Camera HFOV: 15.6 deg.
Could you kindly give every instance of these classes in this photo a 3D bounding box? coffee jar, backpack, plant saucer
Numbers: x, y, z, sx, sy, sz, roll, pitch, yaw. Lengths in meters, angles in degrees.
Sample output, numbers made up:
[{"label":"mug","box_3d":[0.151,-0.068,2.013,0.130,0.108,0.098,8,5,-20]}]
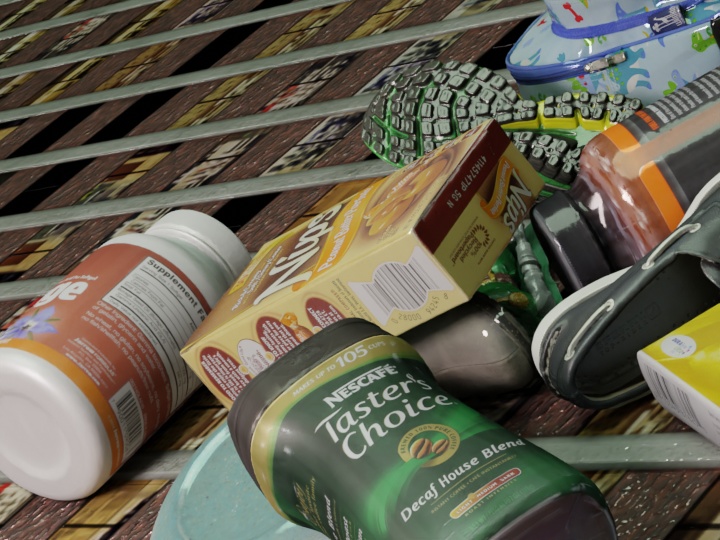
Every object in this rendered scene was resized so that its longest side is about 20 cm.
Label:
[{"label":"coffee jar","box_3d":[0.024,0.101,1.251,0.104,0.085,0.200,-35,39,-17]},{"label":"backpack","box_3d":[0.193,-0.158,1.682,0.200,0.147,0.183,-18,18,36]},{"label":"plant saucer","box_3d":[-0.045,0.117,1.386,0.201,0.039,0.201,-28,34,21]}]

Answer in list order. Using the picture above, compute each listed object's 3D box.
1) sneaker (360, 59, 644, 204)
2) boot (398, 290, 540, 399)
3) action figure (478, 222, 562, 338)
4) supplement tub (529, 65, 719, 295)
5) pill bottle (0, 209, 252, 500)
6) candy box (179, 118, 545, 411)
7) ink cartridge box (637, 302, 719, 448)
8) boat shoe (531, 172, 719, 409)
[{"label":"sneaker","box_3d":[0.093,-0.070,1.622,0.200,0.085,0.078,14,67,19]},{"label":"boot","box_3d":[0.010,0.078,1.476,0.131,0.068,0.200,-46,19,-26]},{"label":"action figure","box_3d":[0.074,0.008,1.569,0.118,0.055,0.200,-25,23,0]},{"label":"supplement tub","box_3d":[0.196,-0.052,1.465,0.200,0.107,0.107,-29,19,-2]},{"label":"pill bottle","box_3d":[-0.154,0.048,1.684,0.112,0.112,0.200,-10,25,42]},{"label":"candy box","box_3d":[0.000,0.000,1.485,0.200,0.055,0.115,-27,18,41]},{"label":"ink cartridge box","box_3d":[0.257,0.029,1.269,0.200,0.047,0.198,-33,18,-6]},{"label":"boat shoe","box_3d":[0.183,0.007,1.391,0.200,0.076,0.060,-40,18,1]}]
